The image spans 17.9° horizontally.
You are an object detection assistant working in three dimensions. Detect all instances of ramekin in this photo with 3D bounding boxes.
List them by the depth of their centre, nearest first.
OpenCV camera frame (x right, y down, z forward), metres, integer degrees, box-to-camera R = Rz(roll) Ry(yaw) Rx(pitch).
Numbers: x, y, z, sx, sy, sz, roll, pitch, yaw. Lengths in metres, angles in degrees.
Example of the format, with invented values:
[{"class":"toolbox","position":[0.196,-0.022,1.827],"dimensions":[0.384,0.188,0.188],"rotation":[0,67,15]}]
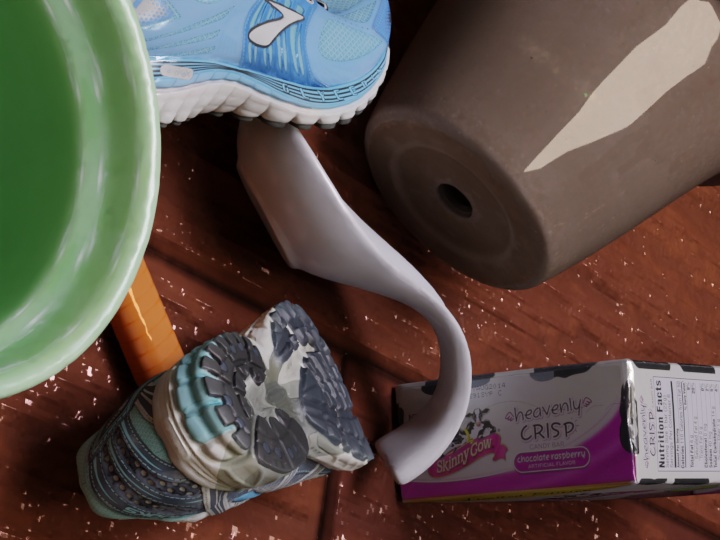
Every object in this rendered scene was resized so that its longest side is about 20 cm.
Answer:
[{"class":"ramekin","position":[-0.173,-0.050,0.793],"dimensions":[0.200,0.098,0.201],"rotation":[10,77,-49]}]

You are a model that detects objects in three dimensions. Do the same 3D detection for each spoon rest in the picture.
[{"class":"spoon rest","position":[0.000,0.000,1.032],"dimensions":[0.061,0.099,0.200],"rotation":[-27,117,-5]}]

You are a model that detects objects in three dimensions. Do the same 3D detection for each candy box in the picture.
[{"class":"candy box","position":[0.130,0.083,1.137],"dimensions":[0.200,0.136,0.061],"rotation":[7,77,-51]}]

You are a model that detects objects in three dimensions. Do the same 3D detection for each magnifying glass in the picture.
[{"class":"magnifying glass","position":[-0.117,-0.046,0.932],"dimensions":[0.080,0.022,0.200],"rotation":[-39,115,-48]}]

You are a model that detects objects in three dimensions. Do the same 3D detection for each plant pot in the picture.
[{"class":"plant pot","position":[0.099,-0.086,1.103],"dimensions":[0.175,0.200,0.200],"rotation":[-46,121,-26]}]

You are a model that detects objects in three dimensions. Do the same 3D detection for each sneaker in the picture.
[{"class":"sneaker","position":[-0.045,-0.112,0.935],"dimensions":[0.200,0.078,0.090],"rotation":[-11,127,-55]},{"class":"sneaker","position":[-0.059,0.064,0.954],"dimensions":[0.078,0.086,0.200],"rotation":[65,15,9]}]
